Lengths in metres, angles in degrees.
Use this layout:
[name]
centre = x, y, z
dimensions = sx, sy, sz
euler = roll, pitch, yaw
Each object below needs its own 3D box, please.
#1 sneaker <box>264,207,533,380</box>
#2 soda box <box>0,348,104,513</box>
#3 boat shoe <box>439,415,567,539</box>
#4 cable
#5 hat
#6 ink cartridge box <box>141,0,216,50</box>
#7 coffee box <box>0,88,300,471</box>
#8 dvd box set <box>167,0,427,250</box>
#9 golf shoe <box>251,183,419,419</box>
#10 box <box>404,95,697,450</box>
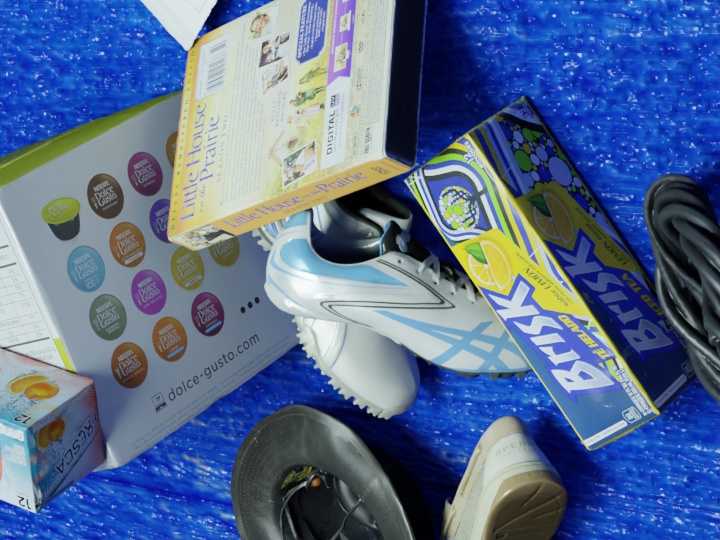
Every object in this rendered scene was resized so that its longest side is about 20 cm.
[sneaker]
centre = 0.040, 0.014, 1.211
dimensions = 0.199, 0.072, 0.073
euler = 17, 111, -3
[soda box]
centre = -0.260, 0.085, 1.245
dimensions = 0.199, 0.068, 0.064
euler = 15, 122, 31
[boat shoe]
centre = 0.087, 0.175, 1.306
dimensions = 0.201, 0.072, 0.065
euler = 103, 155, -48
[cable]
centre = 0.204, 0.039, 1.084
dimensions = 0.051, 0.163, 0.201
euler = -25, 82, 7
[hat]
centre = 0.001, 0.181, 1.363
dimensions = 0.200, 0.081, 0.202
euler = 17, 114, 43
[ink cartridge box]
centre = -0.112, -0.261, 1.242
dimensions = 0.162, 0.050, 0.200
euler = 47, 141, 7
[coffee box]
centre = -0.201, 0.014, 1.347
dimensions = 0.199, 0.199, 0.199
euler = -13, 105, 43
[dvd box set]
centre = -0.041, -0.105, 1.214
dimensions = 0.199, 0.029, 0.147
euler = -19, 58, 42
[golf shoe]
centre = 0.000, 0.000, 1.271
dimensions = 0.097, 0.078, 0.201
euler = -21, 100, 37
[box]
centre = 0.118, 0.002, 1.177
dimensions = 0.064, 0.070, 0.201
euler = -35, 89, 44
